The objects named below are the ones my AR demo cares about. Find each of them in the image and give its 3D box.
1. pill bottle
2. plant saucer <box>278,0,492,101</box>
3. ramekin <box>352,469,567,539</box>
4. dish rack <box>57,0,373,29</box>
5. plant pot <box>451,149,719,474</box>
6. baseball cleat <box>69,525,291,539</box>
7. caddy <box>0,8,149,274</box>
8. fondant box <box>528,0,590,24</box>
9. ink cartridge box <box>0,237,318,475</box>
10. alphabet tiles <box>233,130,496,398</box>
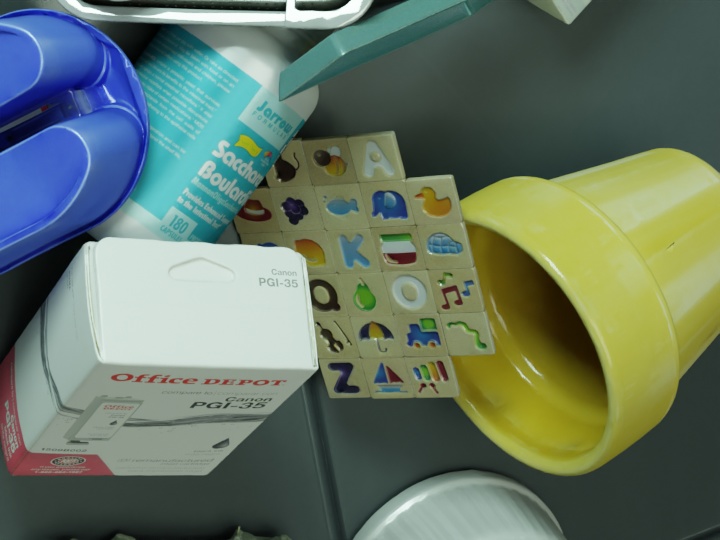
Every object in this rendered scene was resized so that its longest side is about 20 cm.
[{"bbox_3d":[-0.102,-0.097,1.333,0.111,0.111,0.200,36,91,-30],"label":"pill bottle"},{"bbox_3d":[0.029,-0.157,1.324,0.200,0.070,0.019,-28,88,-44],"label":"plant saucer"},{"bbox_3d":[0.083,0.259,1.550,0.202,0.094,0.202,-8,111,-22],"label":"ramekin"},{"bbox_3d":[-0.087,-0.230,1.279,0.200,0.044,0.172,2,84,1],"label":"dish rack"},{"bbox_3d":[0.168,0.012,1.451,0.189,0.201,0.201,-30,118,-31],"label":"plant pot"},{"bbox_3d":[-0.133,0.235,1.457,0.200,0.070,0.106,1,107,-24],"label":"baseball cleat"},{"bbox_3d":[-0.226,-0.074,1.261,0.200,0.105,0.141,-25,89,16],"label":"caddy"},{"bbox_3d":[0.162,-0.285,1.393,0.200,0.058,0.144,-49,143,-3],"label":"fondant box"},{"bbox_3d":[-0.133,0.060,1.322,0.146,0.200,0.083,3,65,-25],"label":"ink cartridge box"},{"bbox_3d":[0.000,0.000,1.407,0.006,0.166,0.200,-53,134,-53],"label":"alphabet tiles"}]
